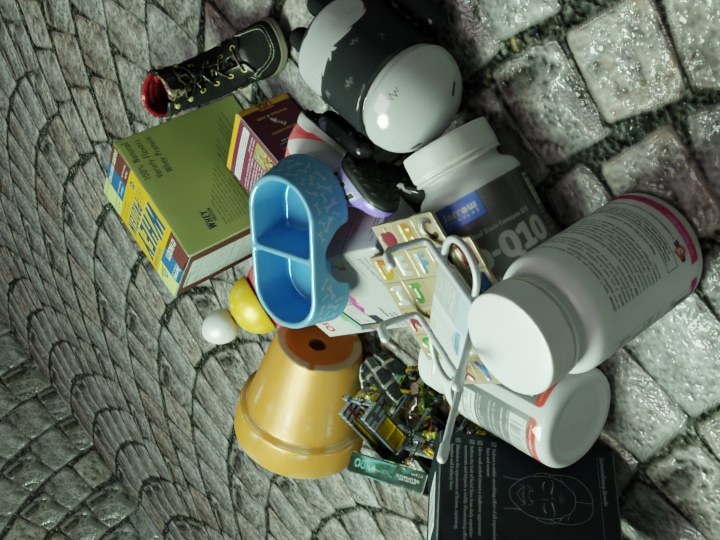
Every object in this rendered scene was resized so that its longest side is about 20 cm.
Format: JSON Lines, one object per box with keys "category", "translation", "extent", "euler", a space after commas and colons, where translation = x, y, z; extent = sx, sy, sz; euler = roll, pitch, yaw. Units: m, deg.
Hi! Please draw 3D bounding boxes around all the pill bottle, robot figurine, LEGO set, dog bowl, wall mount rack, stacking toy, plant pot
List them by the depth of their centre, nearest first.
{"category": "pill bottle", "translation": [0.196, 0.019, 0.821], "extent": [0.113, 0.200, 0.114], "euler": [36, 141, 36]}
{"category": "wall mount rack", "translation": [0.075, 0.071, 0.893], "extent": [0.200, 0.074, 0.174], "euler": [93, 154, -48]}
{"category": "pill bottle", "translation": [0.132, -0.046, 0.951], "extent": [0.200, 0.114, 0.114], "euler": [61, 150, -1]}
{"category": "robot figurine", "translation": [0.017, -0.211, 0.981], "extent": [0.200, 0.125, 0.151], "euler": [44, 156, 27]}
{"category": "dog bowl", "translation": [-0.071, -0.025, 1.033], "extent": [0.111, 0.050, 0.201], "euler": [18, 122, 33]}
{"category": "pill bottle", "translation": [0.165, 0.125, 1.042], "extent": [0.200, 0.116, 0.116], "euler": [27, 136, 44]}
{"category": "LEGO set", "translation": [0.068, 0.168, 1.182], "extent": [0.116, 0.154, 0.200], "euler": [49, 163, -25]}
{"category": "stacking toy", "translation": [-0.135, 0.037, 1.312], "extent": [0.146, 0.200, 0.146], "euler": [61, 176, 7]}
{"category": "plant pot", "translation": [-0.075, 0.170, 1.380], "extent": [0.200, 0.200, 0.184], "euler": [40, 133, 31]}

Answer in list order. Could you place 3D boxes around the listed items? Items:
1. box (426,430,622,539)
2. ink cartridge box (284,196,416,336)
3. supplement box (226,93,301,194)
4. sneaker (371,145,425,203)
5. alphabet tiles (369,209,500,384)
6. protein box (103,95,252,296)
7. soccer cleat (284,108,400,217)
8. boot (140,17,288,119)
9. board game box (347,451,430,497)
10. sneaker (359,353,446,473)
{"category": "box", "translation": [0.175, 0.276, 1.030], "extent": [0.199, 0.149, 0.107], "euler": [7, 135, 1]}
{"category": "ink cartridge box", "translation": [0.000, 0.000, 1.118], "extent": [0.200, 0.084, 0.145], "euler": [-11, 136, 43]}
{"category": "supplement box", "translation": [-0.082, -0.119, 1.239], "extent": [0.200, 0.086, 0.110], "euler": [50, 148, 19]}
{"category": "sneaker", "translation": [0.030, -0.106, 1.109], "extent": [0.200, 0.066, 0.091], "euler": [27, 144, 42]}
{"category": "alphabet tiles", "translation": [0.088, 0.033, 0.950], "extent": [0.166, 0.006, 0.200], "euler": [-10, 114, 56]}
{"category": "protein box", "translation": [-0.227, -0.108, 1.353], "extent": [0.199, 0.200, 0.135], "euler": [54, 149, 11]}
{"category": "soccer cleat", "translation": [-0.024, -0.105, 1.047], "extent": [0.073, 0.068, 0.200], "euler": [-59, 45, 20]}
{"category": "boot", "translation": [-0.193, -0.260, 1.223], "extent": [0.200, 0.150, 0.073], "euler": [-4, 112, 57]}
{"category": "board game box", "translation": [0.097, 0.285, 1.227], "extent": [0.135, 0.028, 0.200], "euler": [5, 163, 46]}
{"category": "sneaker", "translation": [0.061, 0.210, 1.317], "extent": [0.200, 0.077, 0.080], "euler": [56, 158, 9]}
